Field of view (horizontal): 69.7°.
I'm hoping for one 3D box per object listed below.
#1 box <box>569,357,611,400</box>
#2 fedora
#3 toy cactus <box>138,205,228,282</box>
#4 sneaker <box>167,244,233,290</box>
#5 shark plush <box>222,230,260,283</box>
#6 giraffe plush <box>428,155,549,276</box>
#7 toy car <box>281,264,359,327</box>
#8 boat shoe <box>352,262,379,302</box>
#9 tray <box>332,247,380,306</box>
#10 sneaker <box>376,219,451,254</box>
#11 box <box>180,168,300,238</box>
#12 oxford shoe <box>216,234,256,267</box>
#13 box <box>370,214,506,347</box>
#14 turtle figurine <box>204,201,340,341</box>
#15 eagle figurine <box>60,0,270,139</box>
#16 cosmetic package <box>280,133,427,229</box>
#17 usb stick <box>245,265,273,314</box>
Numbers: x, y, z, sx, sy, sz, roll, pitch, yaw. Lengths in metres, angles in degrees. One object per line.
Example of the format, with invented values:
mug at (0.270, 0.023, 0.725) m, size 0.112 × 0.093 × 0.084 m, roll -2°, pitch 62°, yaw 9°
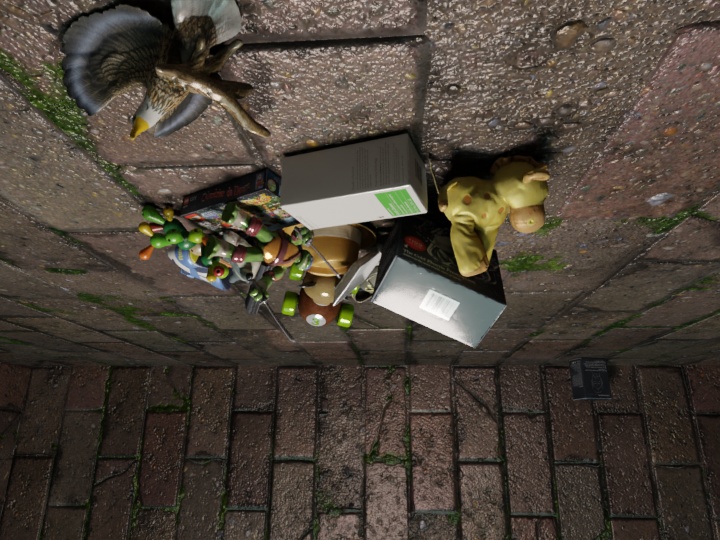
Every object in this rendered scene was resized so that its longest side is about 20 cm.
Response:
box at (1.154, 0.548, 2.600) m, size 0.147 × 0.201 × 0.107 m, roll 5°, pitch 161°, yaw -11°
fedora at (-0.067, -0.040, 1.041) m, size 0.199 × 0.082 × 0.201 m, roll 1°, pitch 161°, yaw 0°
toy cactus at (-0.316, -0.044, 0.963) m, size 0.199 × 0.103 × 0.165 m, roll 27°, pitch -179°, yaw 6°
sneaker at (-0.351, -0.013, 1.158) m, size 0.082 × 0.074 × 0.200 m, roll -2°, pitch 154°, yaw 15°
shark plush at (-0.240, -0.024, 1.035) m, size 0.083 × 0.091 × 0.200 m, roll 26°, pitch 165°, yaw -8°
giraffe plush at (0.210, -0.103, 0.789) m, size 0.161 × 0.173 × 0.201 m, roll -16°, pitch 123°, yaw 15°
toy car at (-0.082, 0.050, 1.131) m, size 0.163 × 0.159 × 0.200 m, roll 13°, pitch 179°, yaw -6°
boat shoe at (0.030, 0.029, 1.284) m, size 0.072 × 0.061 × 0.202 m, roll 7°, pitch 161°, yaw -19°
tray at (0.000, 0.000, 1.048) m, size 0.108 × 0.022 × 0.200 m, roll -53°, pitch 174°, yaw 22°
sneaker at (0.130, -0.068, 1.010) m, size 0.199 × 0.076 × 0.088 m, roll 3°, pitch 138°, yaw 5°
box at (-0.195, -0.109, 0.910) m, size 0.199 × 0.038 × 0.136 m, roll -11°, pitch 159°, yaw 30°
oxford shoe at (-0.233, -0.026, 1.116) m, size 0.073 × 0.072 × 0.199 m, roll -21°, pitch 152°, yaw 39°
box at (0.135, 0.007, 0.904) m, size 0.199 × 0.182 × 0.104 m, roll 24°, pitch 121°, yaw -6°
turtle figurine at (-0.146, -0.020, 0.861) m, size 0.193 × 0.201 × 0.144 m, roll 24°, pitch 137°, yaw -33°
eagle figurine at (-0.208, -0.201, 0.545) m, size 0.199 × 0.151 × 0.152 m, roll 23°, pitch 138°, yaw 45°
cosmetic package at (-0.009, -0.128, 0.774) m, size 0.199 × 0.085 × 0.108 m, roll -8°, pitch 163°, yaw 21°
usb stick at (-0.209, 0.014, 1.094) m, size 0.032 × 0.056 × 0.201 m, roll 12°, pitch 130°, yaw -19°
